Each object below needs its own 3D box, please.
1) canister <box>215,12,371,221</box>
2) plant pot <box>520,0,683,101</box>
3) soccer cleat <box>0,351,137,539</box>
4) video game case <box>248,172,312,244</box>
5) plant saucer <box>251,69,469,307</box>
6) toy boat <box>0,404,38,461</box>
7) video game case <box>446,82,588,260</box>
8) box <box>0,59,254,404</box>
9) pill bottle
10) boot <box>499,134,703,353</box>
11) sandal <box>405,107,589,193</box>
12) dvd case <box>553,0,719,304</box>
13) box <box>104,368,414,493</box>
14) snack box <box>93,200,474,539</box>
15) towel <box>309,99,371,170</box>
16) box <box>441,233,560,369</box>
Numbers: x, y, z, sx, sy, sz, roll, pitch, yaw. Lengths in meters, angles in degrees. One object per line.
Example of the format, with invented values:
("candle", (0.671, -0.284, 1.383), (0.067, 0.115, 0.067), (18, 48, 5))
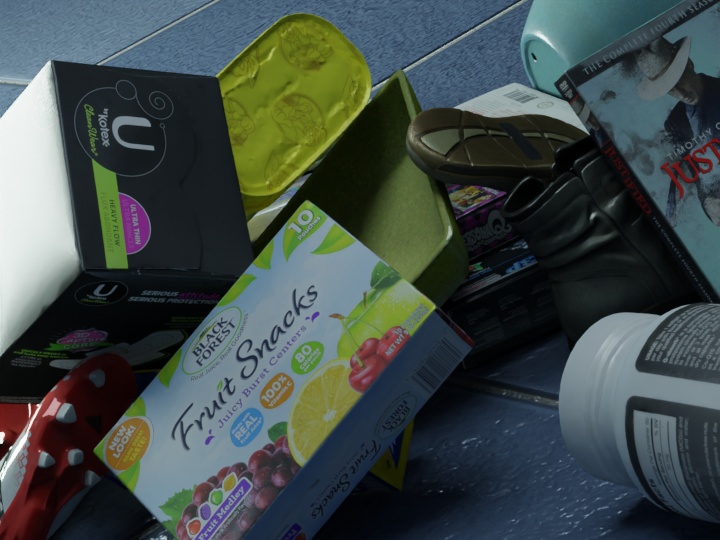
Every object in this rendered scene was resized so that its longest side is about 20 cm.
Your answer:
("canister", (-0.090, -0.077, 1.788), (0.149, 0.087, 0.200), (-47, 3, -30))
("plant pot", (0.196, -0.166, 1.888), (0.134, 0.201, 0.200), (-32, 23, -14))
("soccer cleat", (-0.205, 0.136, 1.597), (0.085, 0.069, 0.201), (2, 60, 49))
("video game case", (-0.042, -0.056, 2.017), (0.199, 0.022, 0.182), (-22, 6, -5))
("plant saucer", (0.000, 0.000, 1.707), (0.200, 0.048, 0.201), (-50, 29, 24))
("toy boat", (-0.264, 0.107, 1.711), (0.130, 0.131, 0.200), (-12, 22, 19))
("video game case", (0.082, -0.068, 1.828), (0.180, 0.036, 0.200), (-25, 22, -17))
("box", (-0.173, -0.019, 1.643), (0.124, 0.149, 0.200), (4, -27, -33))
("pill bottle", (0.206, 0.077, 1.367), (0.116, 0.117, 0.199), (-33, 24, -32))
("boot", (0.188, -0.036, 1.643), (0.199, 0.131, 0.068), (-31, 16, -27))
("sandal", (0.106, -0.060, 1.673), (0.199, 0.054, 0.080), (5, 36, -36))
("dvd case", (0.230, -0.070, 1.624), (0.146, 0.201, 0.022), (-30, -8, -27))
("box", (-0.066, 0.099, 1.609), (0.199, 0.064, 0.071), (-5, 62, 33))
("snack box", (-0.047, 0.075, 1.527), (0.200, 0.053, 0.142), (-50, 45, -2))
("towel", (-0.076, -0.106, 2.179), (0.148, 0.037, 0.200), (-4, 18, 41))
("box", (0.126, -0.013, 1.772), (0.199, 0.046, 0.159), (-24, 21, -11))
